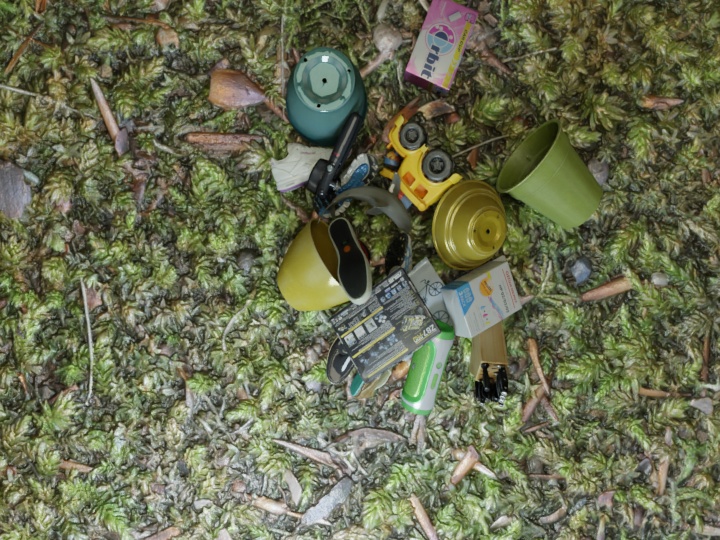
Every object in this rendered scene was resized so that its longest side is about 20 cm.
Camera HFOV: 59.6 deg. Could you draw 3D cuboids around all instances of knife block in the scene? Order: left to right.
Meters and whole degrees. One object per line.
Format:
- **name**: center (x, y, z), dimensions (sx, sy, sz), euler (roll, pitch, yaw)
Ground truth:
- **knife block**: center (0.293, 0.195, 1.405), dimensions (0.062, 0.176, 0.207), euler (6, 89, -2)

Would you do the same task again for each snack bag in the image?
- **snack bag**: center (0.122, 0.092, 1.427), dimensions (0.187, 0.022, 0.201), euler (-37, 121, 4)

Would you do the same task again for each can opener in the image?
- **can opener**: center (-0.050, -0.250, 1.371), dimensions (0.077, 0.063, 0.203), euler (29, 104, 0)

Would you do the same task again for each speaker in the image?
- **speaker**: center (0.152, 0.219, 1.428), dimensions (0.086, 0.089, 0.206), euler (14, 104, -1)

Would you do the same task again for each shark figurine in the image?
- **shark figurine**: center (0.015, -0.148, 1.376), dimensions (0.207, 0.090, 0.132), euler (8, 117, 1)

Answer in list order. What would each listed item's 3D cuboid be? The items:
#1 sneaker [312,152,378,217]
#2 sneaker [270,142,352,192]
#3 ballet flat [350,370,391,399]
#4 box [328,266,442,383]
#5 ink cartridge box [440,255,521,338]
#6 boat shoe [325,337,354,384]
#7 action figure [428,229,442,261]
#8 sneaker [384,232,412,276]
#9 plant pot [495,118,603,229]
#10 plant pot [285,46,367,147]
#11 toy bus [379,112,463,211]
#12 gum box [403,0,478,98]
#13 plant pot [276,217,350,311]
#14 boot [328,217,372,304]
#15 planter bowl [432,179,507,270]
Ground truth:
- **sneaker**: center (-0.027, -0.198, 1.455), dimensions (0.198, 0.087, 0.075), euler (-37, 98, 22)
- **sneaker**: center (-0.115, -0.258, 1.444), dimensions (0.195, 0.075, 0.102), euler (-23, 96, -2)
- **ballet flat**: center (0.044, 0.216, 1.431), dimensions (0.071, 0.068, 0.204), euler (12, 118, -25)
- **box**: center (0.052, 0.117, 1.340), dimensions (0.198, 0.049, 0.163), euler (-35, 75, 7)
- **ink cartridge box**: center (0.288, 0.054, 1.420), dimensions (0.196, 0.067, 0.118), euler (-26, 101, -24)
- **boat shoe**: center (-0.025, 0.171, 1.453), dimensions (0.071, 0.063, 0.204), euler (28, 89, -1)
- **action figure**: center (0.242, -0.101, 1.463), dimensions (0.130, 0.069, 0.201), euler (41, 92, -8)
- **sneaker**: center (0.098, 0.014, 1.453), dimensions (0.071, 0.071, 0.207), euler (-4, 103, -36)
- **plant pot**: center (0.440, -0.198, 1.420), dimensions (0.189, 0.200, 0.202), euler (38, 89, -12)
- **plant pot**: center (-0.077, -0.394, 1.394), dimensions (0.193, 0.188, 0.207), euler (0, 90, -2)
- **toy bus**: center (0.111, -0.226, 1.438), dimensions (0.200, 0.136, 0.192), euler (46, 105, 1)
- **gum box**: center (0.187, -0.526, 1.461), dimensions (0.111, 0.066, 0.205), euler (22, 89, 0)
- **plant pot**: center (-0.103, 0.009, 1.404), dimensions (0.140, 0.200, 0.203), euler (-33, 91, 18)
- **boot**: center (0.000, 0.000, 1.363), dimensions (0.071, 0.145, 0.204), euler (-24, 57, 11)
- **planter bowl**: center (0.261, -0.092, 1.384), dimensions (0.195, 0.083, 0.207), euler (-6, 106, -23)
